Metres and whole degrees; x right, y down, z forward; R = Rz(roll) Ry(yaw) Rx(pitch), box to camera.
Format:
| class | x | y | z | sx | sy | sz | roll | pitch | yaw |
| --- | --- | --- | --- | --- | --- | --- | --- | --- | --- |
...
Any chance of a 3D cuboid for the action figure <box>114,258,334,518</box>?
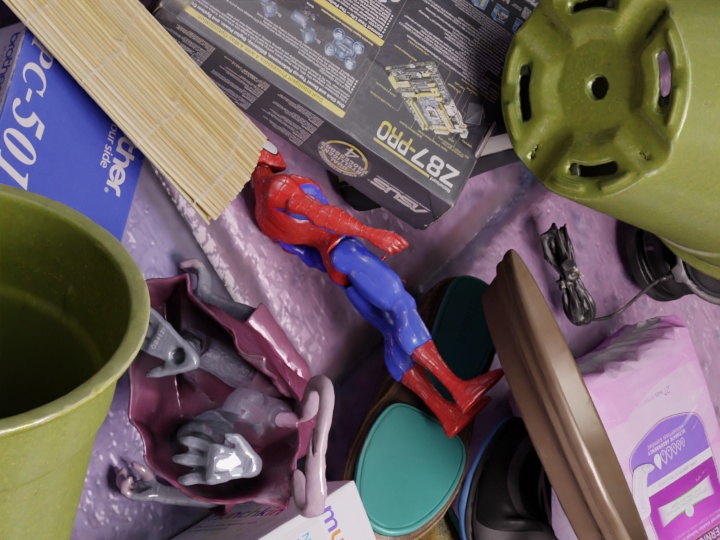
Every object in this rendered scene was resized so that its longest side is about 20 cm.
| class | x | y | z | sx | sy | sz | roll | pitch | yaw |
| --- | --- | --- | --- | --- | --- | --- | --- | --- | --- |
| action figure | -0.053 | 0.062 | 1.349 | 0.200 | 0.148 | 0.135 | 27 | 71 | -71 |

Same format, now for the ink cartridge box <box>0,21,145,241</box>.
| class | x | y | z | sx | sy | sz | roll | pitch | yaw |
| --- | --- | --- | --- | --- | --- | --- | --- | --- | --- |
| ink cartridge box | -0.172 | -0.016 | 1.322 | 0.094 | 0.044 | 0.201 | 29 | 64 | -37 |

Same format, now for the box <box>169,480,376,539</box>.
| class | x | y | z | sx | sy | sz | roll | pitch | yaw |
| --- | --- | --- | --- | --- | --- | --- | --- | --- | --- |
| box | -0.055 | 0.238 | 1.355 | 0.176 | 0.096 | 0.201 | -27 | 100 | -39 |

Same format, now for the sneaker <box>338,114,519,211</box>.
| class | x | y | z | sx | sy | sz | roll | pitch | yaw |
| --- | --- | --- | --- | --- | --- | --- | --- | --- | --- |
| sneaker | 0.059 | -0.098 | 1.527 | 0.199 | 0.071 | 0.083 | -22 | 97 | -42 |

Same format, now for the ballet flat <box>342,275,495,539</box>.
| class | x | y | z | sx | sy | sz | roll | pitch | yaw |
| --- | --- | --- | --- | --- | --- | --- | --- | --- | --- |
| ballet flat | 0.027 | 0.089 | 1.465 | 0.068 | 0.072 | 0.201 | 30 | 50 | -11 |

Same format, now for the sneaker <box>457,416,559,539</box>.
| class | x | y | z | sx | sy | sz | roll | pitch | yaw |
| --- | --- | --- | --- | --- | --- | --- | --- | --- | --- |
| sneaker | 0.103 | 0.177 | 1.427 | 0.071 | 0.082 | 0.201 | 28 | 51 | -48 |

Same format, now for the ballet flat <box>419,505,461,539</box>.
| class | x | y | z | sx | sy | sz | roll | pitch | yaw |
| --- | --- | --- | --- | --- | --- | --- | --- | --- | --- |
| ballet flat | 0.060 | 0.221 | 1.489 | 0.071 | 0.070 | 0.201 | -38 | 106 | -39 |

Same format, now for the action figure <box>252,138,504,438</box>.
| class | x | y | z | sx | sy | sz | roll | pitch | yaw |
| --- | --- | --- | --- | --- | --- | --- | --- | --- | --- |
| action figure | 0.000 | 0.000 | 1.430 | 0.052 | 0.065 | 0.200 | -41 | 78 | -18 |

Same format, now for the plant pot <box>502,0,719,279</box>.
| class | x | y | z | sx | sy | sz | roll | pitch | yaw |
| --- | --- | --- | --- | --- | --- | --- | --- | --- | --- |
| plant pot | 0.181 | -0.095 | 1.451 | 0.189 | 0.199 | 0.202 | 4 | 80 | -52 |

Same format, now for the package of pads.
| class | x | y | z | sx | sy | sz | roll | pitch | yaw |
| --- | --- | --- | --- | --- | --- | --- | --- | --- | --- |
| package of pads | 0.173 | 0.140 | 1.590 | 0.120 | 0.075 | 0.201 | -25 | 100 | -39 |

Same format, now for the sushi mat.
| class | x | y | z | sx | sy | sz | roll | pitch | yaw |
| --- | --- | --- | --- | --- | --- | --- | --- | --- | --- |
| sushi mat | -0.129 | -0.116 | 1.347 | 0.200 | 0.012 | 0.096 | 47 | 29 | -10 |

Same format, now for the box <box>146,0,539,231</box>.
| class | x | y | z | sx | sy | sz | roll | pitch | yaw |
| --- | --- | --- | --- | --- | --- | --- | --- | --- | --- |
| box | -0.004 | -0.143 | 1.452 | 0.199 | 0.049 | 0.162 | 33 | 59 | -11 |

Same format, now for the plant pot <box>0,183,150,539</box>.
| class | x | y | z | sx | sy | sz | roll | pitch | yaw |
| --- | --- | --- | --- | --- | --- | --- | --- | --- | --- |
| plant pot | -0.198 | 0.090 | 1.173 | 0.200 | 0.199 | 0.191 | -29 | 136 | -41 |

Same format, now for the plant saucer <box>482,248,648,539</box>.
| class | x | y | z | sx | sy | sz | roll | pitch | yaw |
| --- | --- | --- | --- | --- | --- | --- | --- | --- | --- |
| plant saucer | 0.113 | 0.085 | 1.423 | 0.200 | 0.029 | 0.201 | -23 | 90 | -83 |

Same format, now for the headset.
| class | x | y | z | sx | sy | sz | roll | pitch | yaw |
| --- | --- | --- | --- | --- | --- | --- | --- | --- | --- |
| headset | 0.206 | -0.026 | 1.624 | 0.199 | 0.123 | 0.094 | -29 | 102 | -20 |
